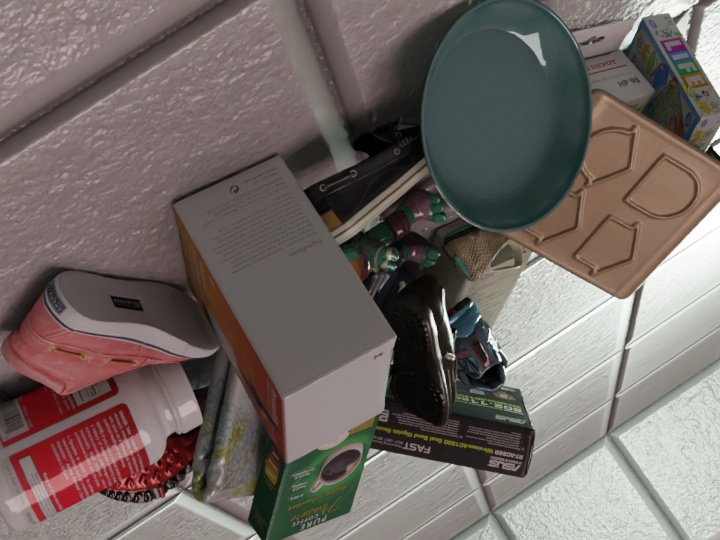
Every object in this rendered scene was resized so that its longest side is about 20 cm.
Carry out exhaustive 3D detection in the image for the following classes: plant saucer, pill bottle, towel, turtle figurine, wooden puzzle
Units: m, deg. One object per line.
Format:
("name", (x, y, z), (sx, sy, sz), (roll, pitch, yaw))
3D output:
("plant saucer", (0.122, -0.136, 0.900), (0.197, 0.036, 0.204), (-7, 102, -33))
("pill bottle", (-0.256, 0.150, 0.968), (0.198, 0.113, 0.113), (-25, 155, -19))
("towel", (-0.107, 0.142, 1.100), (0.171, 0.048, 0.203), (14, 87, -61))
("turtle figurine", (0.000, 0.000, 1.034), (0.199, 0.101, 0.150), (-35, 167, -31))
("wooden puzzle", (0.251, -0.077, 1.035), (0.198, 0.047, 0.186), (24, 126, -18))

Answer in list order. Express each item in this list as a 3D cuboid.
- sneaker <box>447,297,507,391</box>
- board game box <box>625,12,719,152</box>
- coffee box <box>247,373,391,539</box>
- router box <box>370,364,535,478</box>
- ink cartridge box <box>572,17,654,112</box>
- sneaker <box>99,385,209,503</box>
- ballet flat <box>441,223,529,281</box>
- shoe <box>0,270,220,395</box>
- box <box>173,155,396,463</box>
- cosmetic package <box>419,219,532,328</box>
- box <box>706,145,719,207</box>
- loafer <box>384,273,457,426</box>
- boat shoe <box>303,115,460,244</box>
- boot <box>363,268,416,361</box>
("sneaker", (0.123, 0.104, 1.177), (0.079, 0.096, 0.200), (-36, 165, -1))
("board game box", (0.310, -0.152, 1.096), (0.034, 0.136, 0.201), (-13, 151, -14))
("coffee box", (-0.045, 0.190, 1.080), (0.122, 0.044, 0.202), (-14, 132, -38))
("router box", (0.098, 0.172, 1.209), (0.150, 0.197, 0.063), (-79, 179, -78))
("ink cartridge box", (0.221, -0.155, 1.062), (0.115, 0.067, 0.201), (-19, 152, -28))
("sneaker", (-0.214, 0.184, 1.103), (0.198, 0.081, 0.095), (-22, -162, -40))
("ballet flat", (0.164, -0.041, 1.139), (0.067, 0.076, 0.199), (-26, -174, 47))
("shoe", (-0.217, 0.061, 0.911), (0.091, 0.072, 0.199), (-41, 150, 20))
("box", (-0.067, 0.035, 0.886), (0.105, 0.201, 0.153), (-25, 154, -17))
("cosmetic package", (0.129, 0.018, 1.261), (0.102, 0.074, 0.201), (-21, 153, -24))
("box", (0.335, -0.089, 1.250), (0.199, 0.133, 0.115), (-39, 161, 11))
("loafer", (0.075, 0.084, 1.059), (0.071, 0.072, 0.202), (-48, 149, -32))
("boat shoe", (0.028, -0.103, 0.914), (0.200, 0.063, 0.074), (-41, -173, -23))
("boot", (-0.009, 0.078, 1.142), (0.201, 0.090, 0.073), (-53, -162, -2))
